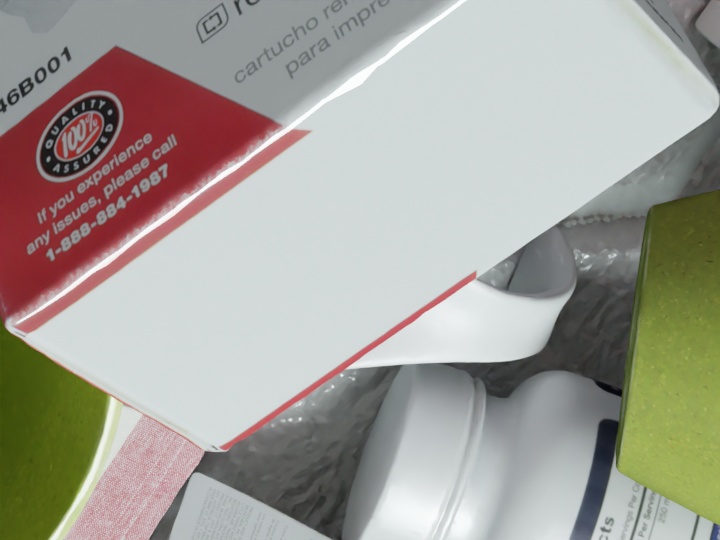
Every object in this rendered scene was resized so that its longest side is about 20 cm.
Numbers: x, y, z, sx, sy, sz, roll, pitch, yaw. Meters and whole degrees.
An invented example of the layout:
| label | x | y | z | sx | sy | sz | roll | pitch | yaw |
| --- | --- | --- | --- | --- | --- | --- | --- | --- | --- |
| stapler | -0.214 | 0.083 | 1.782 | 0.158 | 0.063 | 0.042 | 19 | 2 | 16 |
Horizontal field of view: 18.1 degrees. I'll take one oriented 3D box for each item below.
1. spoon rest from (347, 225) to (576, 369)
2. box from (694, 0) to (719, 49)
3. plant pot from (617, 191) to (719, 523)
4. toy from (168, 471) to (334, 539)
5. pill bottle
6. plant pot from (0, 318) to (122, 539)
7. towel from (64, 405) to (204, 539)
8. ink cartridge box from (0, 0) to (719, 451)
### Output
| label | x | y | z | sx | sy | sz | roll | pitch | yaw |
| --- | --- | --- | --- | --- | --- | --- | --- | --- | --- |
| spoon rest | 0.000 | 0.000 | 0.825 | 0.200 | 0.061 | 0.100 | 7 | 117 | -33 |
| box | 0.251 | -0.091 | 0.876 | 0.200 | 0.098 | 0.125 | 20 | 110 | -37 |
| plant pot | 0.193 | 0.035 | 0.778 | 0.199 | 0.187 | 0.187 | 8 | 123 | 6 |
| toy | 0.009 | 0.165 | 0.855 | 0.115 | 0.200 | 0.047 | -69 | 166 | 16 |
| pill bottle | 0.099 | 0.104 | 0.872 | 0.200 | 0.111 | 0.111 | 20 | 113 | -6 |
| plant pot | -0.184 | -0.012 | 0.621 | 0.187 | 0.200 | 0.187 | -14 | 127 | -19 |
| towel | -0.168 | 0.082 | 0.816 | 0.200 | 0.023 | 0.144 | 22 | 111 | -36 |
| ink cartridge box | -0.029 | -0.084 | 0.532 | 0.144 | 0.200 | 0.084 | -35 | 141 | 15 |
